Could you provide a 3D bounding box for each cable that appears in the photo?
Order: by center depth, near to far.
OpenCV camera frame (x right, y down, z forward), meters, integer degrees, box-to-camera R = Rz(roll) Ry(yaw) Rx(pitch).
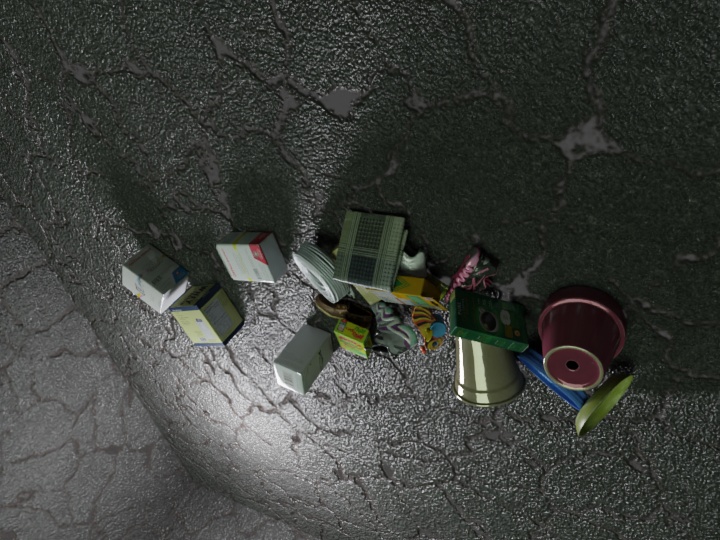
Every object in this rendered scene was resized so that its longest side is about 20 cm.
[{"bbox_3d":[-0.117,0.005,1.553,0.199,0.069,0.201,36,162,36],"label":"cable"}]

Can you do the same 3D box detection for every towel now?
[{"bbox_3d":[0.026,-0.056,1.394,0.190,0.034,0.203,11,87,31],"label":"towel"},{"bbox_3d":[0.150,0.016,1.466,0.199,0.018,0.087,35,132,5],"label":"towel"}]

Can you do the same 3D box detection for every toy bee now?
[{"bbox_3d":[0.199,0.182,1.485,0.109,0.131,0.201,-41,84,10],"label":"toy bee"}]

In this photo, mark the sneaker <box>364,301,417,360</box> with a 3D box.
[{"bbox_3d":[0.059,0.182,1.539,0.200,0.139,0.078,40,163,42],"label":"sneaker"}]

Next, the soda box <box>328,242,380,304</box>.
[{"bbox_3d":[0.000,0.000,1.520,0.201,0.064,0.067,50,137,-11],"label":"soda box"}]

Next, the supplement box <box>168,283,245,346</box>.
[{"bbox_3d":[-0.597,0.176,2.037,0.198,0.135,0.202,-6,122,38],"label":"supplement box"}]

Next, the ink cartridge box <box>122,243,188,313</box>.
[{"bbox_3d":[-0.805,0.032,2.050,0.199,0.148,0.145,36,138,3],"label":"ink cartridge box"}]

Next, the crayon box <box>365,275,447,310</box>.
[{"bbox_3d":[0.130,0.056,1.399,0.197,0.052,0.125,7,165,32],"label":"crayon box"}]

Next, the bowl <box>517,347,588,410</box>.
[{"bbox_3d":[0.495,0.275,1.345,0.200,0.039,0.201,42,180,0],"label":"bowl"}]

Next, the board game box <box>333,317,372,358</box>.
[{"bbox_3d":[-0.020,0.220,1.670,0.100,0.048,0.201,22,161,13],"label":"board game box"}]

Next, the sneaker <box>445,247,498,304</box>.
[{"bbox_3d":[0.286,0.033,1.349,0.094,0.080,0.201,24,139,-1],"label":"sneaker"}]

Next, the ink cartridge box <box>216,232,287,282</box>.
[{"bbox_3d":[-0.356,-0.046,1.714,0.197,0.084,0.147,3,127,33],"label":"ink cartridge box"}]

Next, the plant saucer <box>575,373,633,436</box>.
[{"bbox_3d":[0.600,0.328,1.303,0.031,0.198,0.202,42,145,35],"label":"plant saucer"}]

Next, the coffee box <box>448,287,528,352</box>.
[{"bbox_3d":[0.319,0.124,1.311,0.197,0.124,0.044,13,141,-11],"label":"coffee box"}]

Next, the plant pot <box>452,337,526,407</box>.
[{"bbox_3d":[0.334,0.230,1.407,0.198,0.200,0.186,2,116,34],"label":"plant pot"}]

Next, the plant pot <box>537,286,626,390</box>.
[{"bbox_3d":[0.504,0.169,1.214,0.197,0.179,0.202,16,129,21],"label":"plant pot"}]

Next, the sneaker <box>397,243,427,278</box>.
[{"bbox_3d":[0.088,-0.043,1.413,0.197,0.078,0.101,10,114,14],"label":"sneaker"}]

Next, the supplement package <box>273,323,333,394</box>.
[{"bbox_3d":[-0.194,0.305,1.817,0.116,0.201,0.118,16,134,23],"label":"supplement package"}]

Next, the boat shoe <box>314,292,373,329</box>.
[{"bbox_3d":[-0.049,0.118,1.656,0.198,0.072,0.068,27,132,4],"label":"boat shoe"}]
